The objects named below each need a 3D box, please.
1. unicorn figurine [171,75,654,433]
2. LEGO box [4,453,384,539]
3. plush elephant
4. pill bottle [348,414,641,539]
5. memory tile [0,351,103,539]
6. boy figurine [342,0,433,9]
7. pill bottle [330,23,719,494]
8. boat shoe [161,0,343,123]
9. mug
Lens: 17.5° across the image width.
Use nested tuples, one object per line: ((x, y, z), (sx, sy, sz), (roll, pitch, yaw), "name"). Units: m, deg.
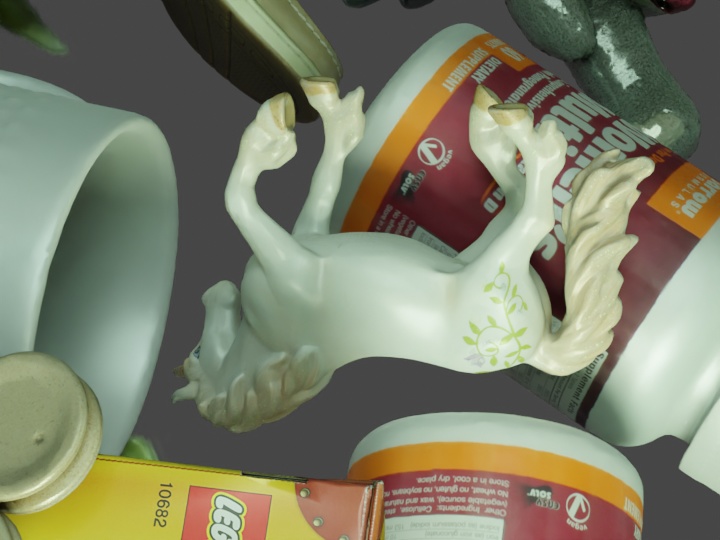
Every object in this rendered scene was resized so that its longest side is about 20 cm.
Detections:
((0.000, 0.000, 0.849), (0.200, 0.074, 0.137), (10, 108, 25), "unicorn figurine")
((-0.077, 0.161, 0.731), (0.149, 0.077, 0.200), (7, 66, 4), "LEGO box")
((0.123, -0.174, 0.964), (0.165, 0.155, 0.200), (-34, 72, -17), "plush elephant")
((0.039, 0.160, 0.826), (0.110, 0.110, 0.200), (7, 65, 0), "pill bottle")
((-0.188, 0.075, 0.740), (0.200, 0.017, 0.153), (15, 70, 27), "memory tile")
((-0.029, -0.193, 0.975), (0.124, 0.064, 0.200), (-5, 51, -51), "boy figurine")
((0.091, -0.001, 0.910), (0.200, 0.110, 0.110), (34, 68, 12), "pill bottle")
((-0.064, -0.147, 0.991), (0.065, 0.072, 0.200), (-34, 66, -15), "boat shoe")
((-0.168, -0.016, 0.888), (0.175, 0.148, 0.200), (12, 38, 13), "mug")
